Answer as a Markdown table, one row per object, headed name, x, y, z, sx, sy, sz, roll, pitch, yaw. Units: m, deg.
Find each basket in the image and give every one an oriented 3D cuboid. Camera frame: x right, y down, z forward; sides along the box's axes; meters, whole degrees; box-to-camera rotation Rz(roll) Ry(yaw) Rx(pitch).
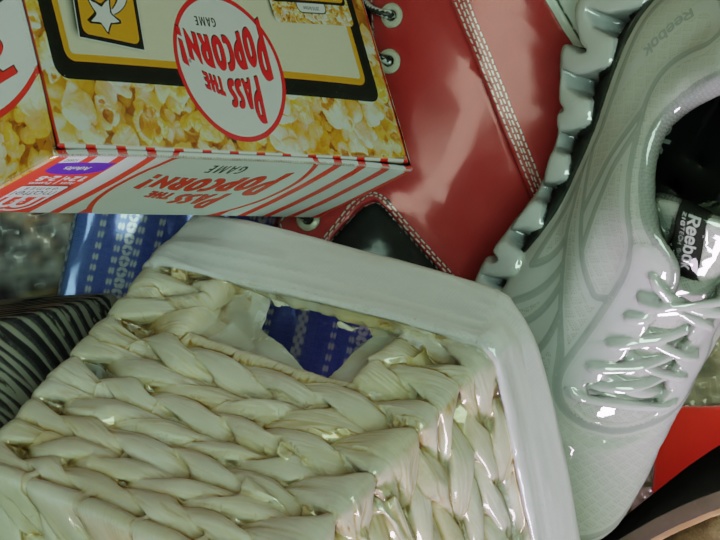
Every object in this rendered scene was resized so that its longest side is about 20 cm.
| name | x | y | z | sx | sy | sz | roll | pitch | yaw |
| --- | --- | --- | --- | --- | --- | --- | --- | --- | --- |
| basket | -0.018 | 0.105 | 0.735 | 0.123 | 0.135 | 0.201 | -42 | 133 | -37 |

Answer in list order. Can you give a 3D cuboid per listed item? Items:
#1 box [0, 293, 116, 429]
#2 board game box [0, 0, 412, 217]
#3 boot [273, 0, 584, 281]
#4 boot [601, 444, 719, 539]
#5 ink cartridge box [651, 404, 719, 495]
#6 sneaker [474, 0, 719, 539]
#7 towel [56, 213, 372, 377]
| name | x | y | z | sx | sy | sz | roll | pitch | yaw |
| --- | --- | --- | --- | --- | --- | --- | --- | --- | --- |
| box | -0.139 | 0.056 | 0.723 | 0.068 | 0.200 | 0.083 | -4 | 95 | 19 |
| board game box | -0.072 | -0.116 | 0.714 | 0.046 | 0.151 | 0.201 | -25 | 74 | 37 |
| boot | 0.004 | -0.074 | 0.784 | 0.144 | 0.072 | 0.200 | -33 | 96 | -4 |
| boot | 0.118 | 0.103 | 0.807 | 0.200 | 0.074 | 0.076 | -34 | 86 | 23 |
| ink cartridge box | 0.181 | 0.150 | 0.855 | 0.161 | 0.050 | 0.201 | 1 | 101 | -6 |
| sneaker | 0.084 | 0.002 | 0.743 | 0.075 | 0.081 | 0.201 | 4 | 113 | -23 |
| towel | 0.000 | 0.000 | 0.829 | 0.199 | 0.024 | 0.146 | 12 | 96 | -7 |
